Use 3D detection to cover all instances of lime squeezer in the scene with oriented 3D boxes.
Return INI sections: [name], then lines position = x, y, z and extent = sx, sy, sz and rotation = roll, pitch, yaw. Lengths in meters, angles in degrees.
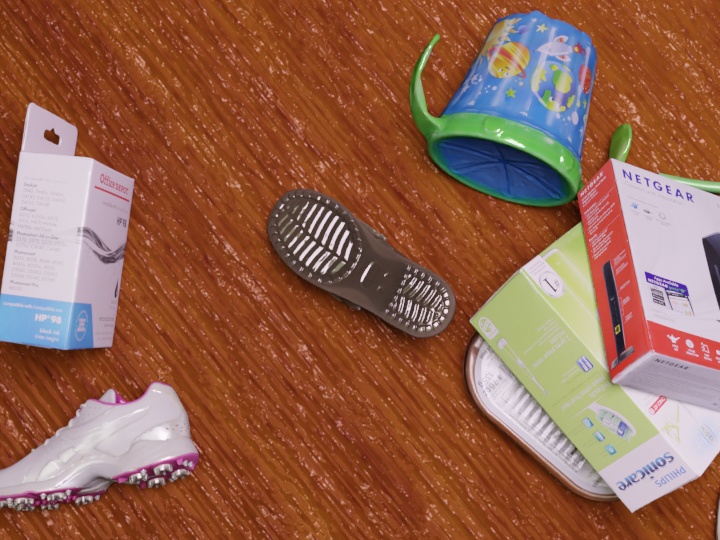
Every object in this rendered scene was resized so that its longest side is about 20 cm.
[lime squeezer]
position = 0.367, -0.091, 0.850
extent = 0.198, 0.038, 0.071
rotation = -22, 85, 4

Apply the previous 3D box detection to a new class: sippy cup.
[sippy cup]
position = 0.140, -0.142, 0.831
extent = 0.139, 0.177, 0.132
rotation = 8, 73, 44

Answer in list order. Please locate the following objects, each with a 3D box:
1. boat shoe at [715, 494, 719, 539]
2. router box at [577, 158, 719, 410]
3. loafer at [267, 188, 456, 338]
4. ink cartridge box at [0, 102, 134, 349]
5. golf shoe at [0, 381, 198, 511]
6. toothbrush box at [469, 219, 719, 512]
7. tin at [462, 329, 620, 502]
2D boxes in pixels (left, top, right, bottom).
[boat shoe]
position = 0.354, 0.175, 0.816
extent = 0.074, 0.075, 0.205
rotation = 15, 88, 5
[router box]
position = 0.275, 0.020, 0.763
extent = 0.198, 0.049, 0.181
rotation = 15, 52, -21
[loafer]
position = 0.000, 0.000, 0.861
extent = 0.199, 0.067, 0.076
rotation = 37, 87, 21
[ink cartridge box]
position = -0.254, -0.035, 0.854
extent = 0.066, 0.116, 0.203
rotation = 7, 88, 5
[golf shoe]
position = -0.245, 0.160, 0.873
extent = 0.198, 0.075, 0.092
rotation = -14, 70, 1
[toothbrush box]
position = 0.211, 0.064, 0.787
extent = 0.145, 0.086, 0.201
rotation = -31, 78, -39
[tin]
position = 0.179, 0.118, 0.853
extent = 0.200, 0.042, 0.112
rotation = 40, 94, 5
